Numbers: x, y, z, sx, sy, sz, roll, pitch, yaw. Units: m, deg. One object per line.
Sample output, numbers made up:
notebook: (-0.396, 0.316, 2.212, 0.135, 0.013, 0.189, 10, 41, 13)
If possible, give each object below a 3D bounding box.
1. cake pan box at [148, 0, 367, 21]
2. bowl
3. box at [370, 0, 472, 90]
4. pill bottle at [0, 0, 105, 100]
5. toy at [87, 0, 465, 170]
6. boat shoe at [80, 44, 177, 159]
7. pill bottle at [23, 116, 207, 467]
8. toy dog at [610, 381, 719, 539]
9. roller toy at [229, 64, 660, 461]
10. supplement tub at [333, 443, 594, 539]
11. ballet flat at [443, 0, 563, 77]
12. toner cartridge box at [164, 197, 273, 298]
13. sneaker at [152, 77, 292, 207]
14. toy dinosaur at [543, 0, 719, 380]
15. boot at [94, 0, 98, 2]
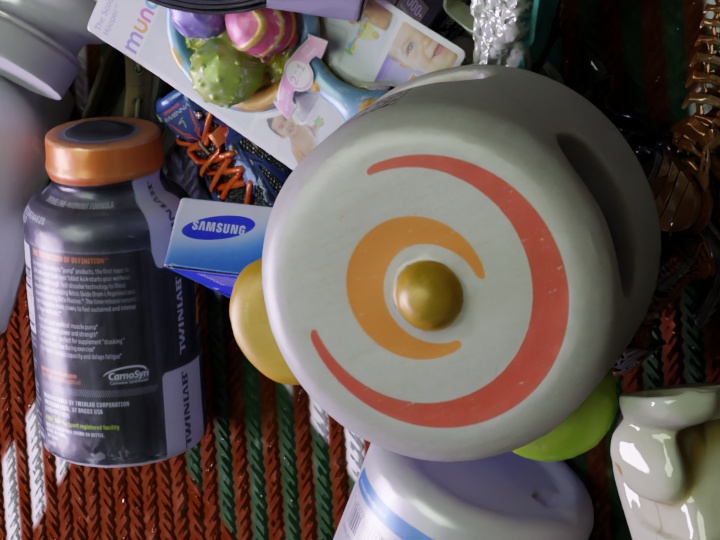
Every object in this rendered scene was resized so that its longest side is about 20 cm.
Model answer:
cake pan box: (-0.073, -0.233, 1.556, 0.052, 0.183, 0.201, 100, 176, -68)
bowl: (-0.237, -0.047, 1.893, 0.200, 0.074, 0.201, -89, 16, -71)
box: (-0.007, -0.167, 1.689, 0.200, 0.086, 0.164, 54, 127, 29)
pill bottle: (-0.169, -0.210, 1.784, 0.112, 0.112, 0.201, 22, 82, 43)
toy: (-0.054, -0.118, 1.580, 0.200, 0.047, 0.115, 33, 118, 10)
boat shoe: (-0.162, -0.063, 1.872, 0.073, 0.063, 0.201, 50, 125, 31)
pill bottle: (-0.150, 0.010, 1.809, 0.106, 0.106, 0.201, 17, 117, 44)
toy dog: (0.183, 0.156, 1.485, 0.194, 0.139, 0.201, -11, 85, 59)
roller toy: (0.047, -0.004, 1.479, 0.199, 0.140, 0.183, 24, 111, 11)
supplement tub: (0.037, 0.191, 1.637, 0.132, 0.132, 0.201, 40, 120, 37)
ballet flat: (0.075, -0.123, 1.574, 0.072, 0.072, 0.200, 51, 155, 31)
toner cartridge box: (0.000, 0.000, 1.653, 0.199, 0.095, 0.043, 7, 77, 31)
sneaker: (-0.087, -0.086, 1.783, 0.075, 0.078, 0.201, -32, 70, 43)
toy dinosaur: (0.148, -0.045, 1.556, 0.135, 0.102, 0.201, 33, 93, 24)
boot: (-0.079, -0.223, 1.649, 0.154, 0.072, 0.201, 28, 112, 39)
